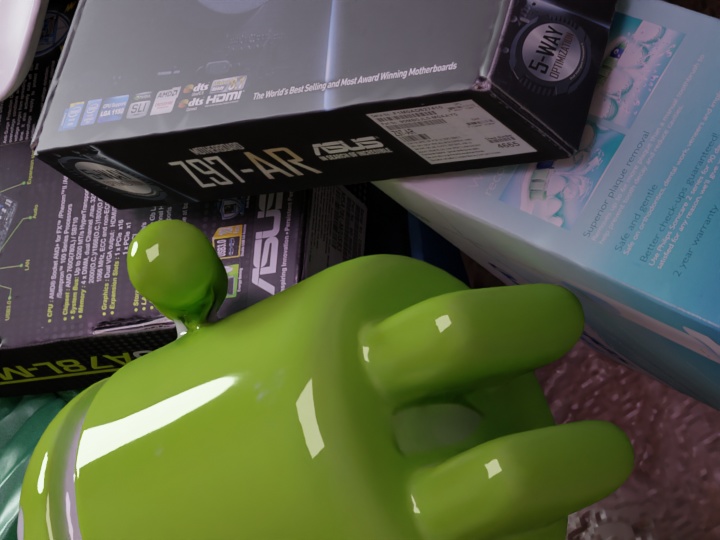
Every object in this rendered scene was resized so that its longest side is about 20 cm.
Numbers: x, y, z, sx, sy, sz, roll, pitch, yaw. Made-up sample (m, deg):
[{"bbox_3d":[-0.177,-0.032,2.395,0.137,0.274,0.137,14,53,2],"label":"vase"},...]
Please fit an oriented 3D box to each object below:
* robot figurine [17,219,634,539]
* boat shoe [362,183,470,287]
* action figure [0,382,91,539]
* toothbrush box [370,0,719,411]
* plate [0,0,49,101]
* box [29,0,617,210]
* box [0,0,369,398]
[{"bbox_3d":[-0.020,0.068,0.748,0.200,0.116,0.176,-25,81,35],"label":"robot figurine"},{"bbox_3d":[0.000,0.000,0.902,0.068,0.084,0.200,-23,35,7],"label":"boat shoe"},{"bbox_3d":[-0.137,0.109,0.889,0.200,0.055,0.118,-55,40,8],"label":"action figure"},{"bbox_3d":[0.114,-0.008,0.744,0.200,0.146,0.085,25,82,49],"label":"toothbrush box"},{"bbox_3d":[-0.165,-0.159,0.921,0.199,0.032,0.201,9,79,36],"label":"plate"},{"bbox_3d":[-0.002,-0.105,0.774,0.200,0.043,0.161,-4,62,44],"label":"box"},{"bbox_3d":[-0.087,-0.057,0.883,0.192,0.048,0.201,-9,62,27],"label":"box"}]
